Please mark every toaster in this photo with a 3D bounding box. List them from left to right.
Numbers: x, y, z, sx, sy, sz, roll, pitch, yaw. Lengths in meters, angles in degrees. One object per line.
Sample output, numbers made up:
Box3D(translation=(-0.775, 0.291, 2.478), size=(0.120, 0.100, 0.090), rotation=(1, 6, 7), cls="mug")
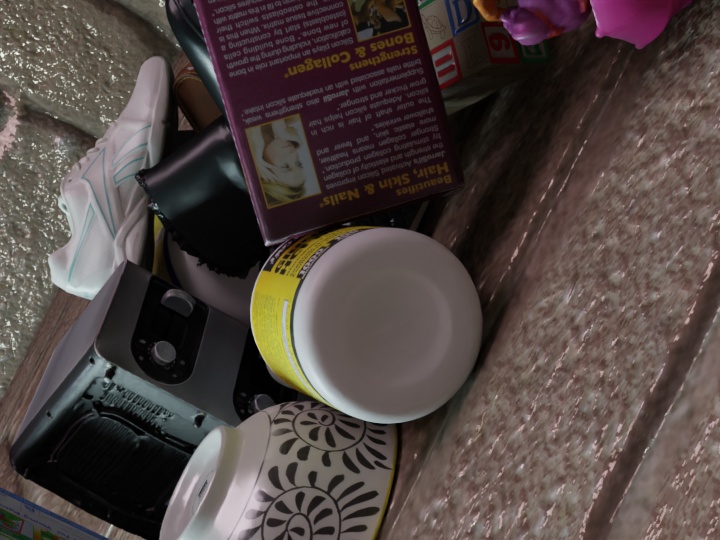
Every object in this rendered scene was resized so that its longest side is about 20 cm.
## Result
Box3D(translation=(-0.142, 0.111, 1.258), size=(0.200, 0.180, 0.119), rotation=(-47, 20, 42), cls="toaster")

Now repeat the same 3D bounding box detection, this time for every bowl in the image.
Box3D(translation=(-0.067, 0.158, 1.085), size=(0.201, 0.094, 0.201), rotation=(-57, 15, 25), cls="bowl")

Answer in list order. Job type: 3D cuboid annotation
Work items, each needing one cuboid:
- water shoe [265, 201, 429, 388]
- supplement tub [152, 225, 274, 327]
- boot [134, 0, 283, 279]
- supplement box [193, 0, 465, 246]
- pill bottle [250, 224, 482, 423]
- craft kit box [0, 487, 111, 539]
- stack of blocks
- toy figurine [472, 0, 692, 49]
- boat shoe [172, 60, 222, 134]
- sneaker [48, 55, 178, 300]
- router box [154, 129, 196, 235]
Box3D(translation=(0.000, 0.000, 1.223), size=(0.201, 0.071, 0.079), rotation=(-60, -6, -10), cls="water shoe")
Box3D(translation=(-0.121, 0.033, 1.390), size=(0.200, 0.145, 0.146), rotation=(-47, 21, 46), cls="supplement tub")
Box3D(translation=(-0.096, -0.097, 1.191), size=(0.162, 0.198, 0.074), rotation=(-38, 19, 33), cls="boot")
Box3D(translation=(-0.027, -0.133, 1.065), size=(0.103, 0.130, 0.201), rotation=(-122, 17, -78), cls="supplement box")
Box3D(translation=(-0.006, 0.028, 1.067), size=(0.113, 0.112, 0.200), rotation=(-64, 15, -5), cls="pill bottle")
Box3D(translation=(-0.218, 0.232, 1.265), size=(0.049, 0.199, 0.197), rotation=(-62, 14, 1), cls="craft kit box")
Box3D(translation=(0.034, -0.164, 1.198), size=(0.200, 0.058, 0.116), rotation=(-24, 76, 50), cls="stack of blocks")
Box3D(translation=(0.116, -0.189, 0.981), size=(0.199, 0.150, 0.185), rotation=(-33, 34, 16), cls="toy figurine")
Box3D(translation=(-0.069, -0.077, 1.286), size=(0.072, 0.200, 0.068), rotation=(-42, 2, 46), cls="boat shoe")
Box3D(translation=(-0.185, -0.073, 1.300), size=(0.070, 0.080, 0.202), rotation=(85, -164, -72), cls="sneaker")
Box3D(translation=(-0.117, -0.058, 1.457), size=(0.157, 0.199, 0.052), rotation=(-47, 59, 46), cls="router box")
